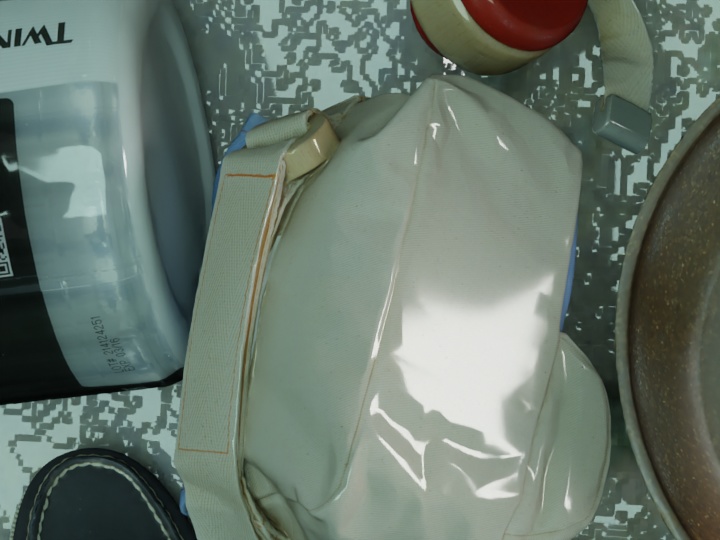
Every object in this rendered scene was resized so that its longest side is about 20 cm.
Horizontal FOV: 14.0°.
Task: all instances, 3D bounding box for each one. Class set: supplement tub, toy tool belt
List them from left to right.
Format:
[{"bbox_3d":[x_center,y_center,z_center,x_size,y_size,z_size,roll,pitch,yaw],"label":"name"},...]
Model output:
[{"bbox_3d":[-0.147,-0.017,0.845,0.198,0.123,0.123,-7,92,8],"label":"supplement tub"},{"bbox_3d":[0.000,0.000,0.821,0.124,0.123,0.201,24,61,-28],"label":"toy tool belt"}]

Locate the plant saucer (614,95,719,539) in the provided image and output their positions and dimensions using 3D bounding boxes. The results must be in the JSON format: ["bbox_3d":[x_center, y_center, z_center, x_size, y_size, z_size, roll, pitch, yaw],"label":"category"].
[{"bbox_3d":[0.169,0.026,0.819,0.199,0.037,0.202,0,73,0],"label":"plant saucer"}]

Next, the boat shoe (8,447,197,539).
[{"bbox_3d":[-0.057,0.134,0.836,0.072,0.063,0.201,-8,64,-12],"label":"boat shoe"}]
